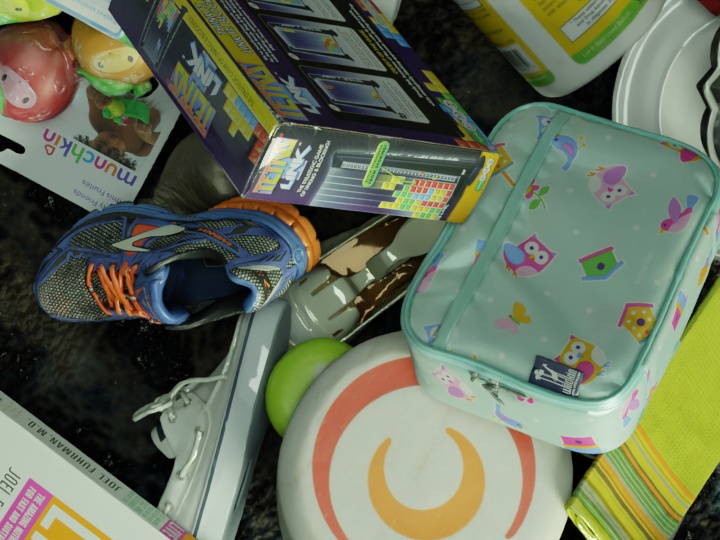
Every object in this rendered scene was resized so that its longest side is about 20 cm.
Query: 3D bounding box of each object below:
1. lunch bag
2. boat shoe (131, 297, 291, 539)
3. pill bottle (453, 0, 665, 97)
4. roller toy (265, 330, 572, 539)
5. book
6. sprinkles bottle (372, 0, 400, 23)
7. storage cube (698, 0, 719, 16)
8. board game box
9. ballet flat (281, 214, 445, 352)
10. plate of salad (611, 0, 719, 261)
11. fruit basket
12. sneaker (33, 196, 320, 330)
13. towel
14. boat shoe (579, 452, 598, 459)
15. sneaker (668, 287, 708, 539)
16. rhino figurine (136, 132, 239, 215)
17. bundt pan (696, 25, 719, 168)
[{"bbox_3d":[0.118,0.002,1.419,0.160,0.077,0.200,21,65,17],"label":"lunch bag"},{"bbox_3d":[-0.107,0.102,1.523,0.086,0.075,0.203,19,106,8],"label":"boat shoe"},{"bbox_3d":[0.092,-0.216,1.504,0.111,0.111,0.200,-45,106,-3],"label":"pill bottle"},{"bbox_3d":[0.038,0.139,1.495,0.182,0.140,0.201,-7,77,-4],"label":"roller toy"},{"bbox_3d":[-0.195,0.182,1.515,0.200,0.048,0.134,36,109,4],"label":"book"},{"bbox_3d":[-0.066,-0.214,1.546,0.199,0.068,0.069,16,87,0],"label":"sprinkles bottle"},{"bbox_3d":[0.241,-0.304,1.481,0.180,0.171,0.200,45,67,4],"label":"storage cube"},{"bbox_3d":[-0.036,-0.113,1.410,0.165,0.200,0.057,5,125,-36],"label":"board game box"},{"bbox_3d":[0.000,0.000,1.540,0.200,0.062,0.068,-38,90,-2],"label":"ballet flat"},{"bbox_3d":[0.263,-0.103,1.558,0.199,0.048,0.201,0,93,0],"label":"plate of salad"},{"bbox_3d":[-0.193,-0.146,1.510,0.185,0.094,0.200,29,110,-7],"label":"fruit basket"},{"bbox_3d":[-0.126,0.001,1.493,0.199,0.079,0.076,-11,116,29],"label":"sneaker"},{"bbox_3d":[0.201,0.094,1.471,0.200,0.018,0.086,-53,127,-19],"label":"towel"},{"bbox_3d":[0.168,0.017,1.481,0.067,0.057,0.201,17,72,-2],"label":"boat shoe"},{"bbox_3d":[0.171,0.099,1.534,0.114,0.076,0.200,16,84,1],"label":"sneaker"},{"bbox_3d":[-0.077,-0.058,1.539,0.200,0.060,0.088,-36,102,12],"label":"rhino figurine"},{"bbox_3d":[0.299,-0.104,1.488,0.201,0.076,0.203,-1,96,-10],"label":"bundt pan"}]
